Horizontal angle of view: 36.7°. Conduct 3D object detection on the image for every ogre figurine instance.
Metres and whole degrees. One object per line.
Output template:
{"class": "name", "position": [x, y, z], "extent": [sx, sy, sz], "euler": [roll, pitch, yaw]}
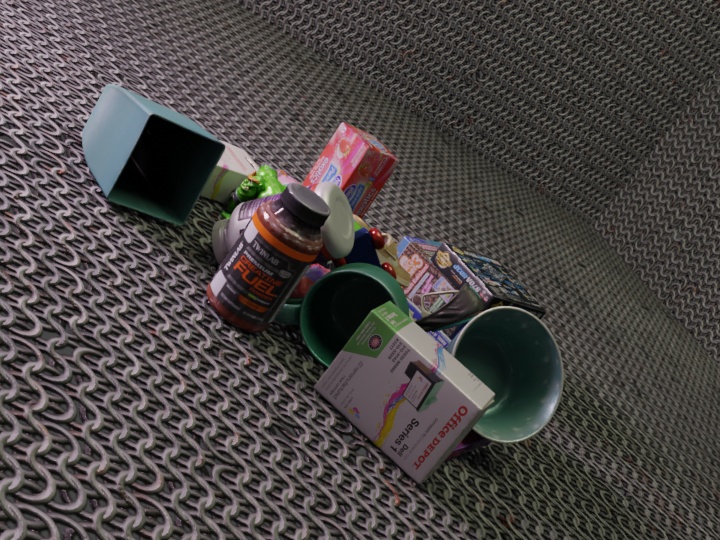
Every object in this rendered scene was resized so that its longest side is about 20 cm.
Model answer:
{"class": "ogre figurine", "position": [-0.163, -0.097, 1.751], "extent": [0.098, 0.120, 0.200], "euler": [33, 17, -12]}

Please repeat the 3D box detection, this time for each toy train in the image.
{"class": "toy train", "position": [0.000, 0.000, 1.718], "extent": [0.116, 0.084, 0.201], "euler": [53, -12, 50]}

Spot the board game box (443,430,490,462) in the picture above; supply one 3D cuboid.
{"class": "board game box", "position": [0.126, 0.229, 1.652], "extent": [0.120, 0.032, 0.199], "euler": [48, 19, 19]}

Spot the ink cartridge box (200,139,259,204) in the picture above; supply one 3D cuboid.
{"class": "ink cartridge box", "position": [-0.259, -0.176, 1.851], "extent": [0.199, 0.068, 0.117], "euler": [16, 27, -49]}

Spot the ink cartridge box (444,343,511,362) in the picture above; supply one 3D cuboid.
{"class": "ink cartridge box", "position": [0.225, 0.161, 1.782], "extent": [0.059, 0.103, 0.200], "euler": [52, 1, 42]}

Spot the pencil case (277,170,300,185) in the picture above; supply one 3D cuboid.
{"class": "pencil case", "position": [-0.095, -0.089, 1.931], "extent": [0.200, 0.088, 0.087], "euler": [41, 17, 8]}

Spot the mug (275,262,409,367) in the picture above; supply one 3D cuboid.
{"class": "mug", "position": [-0.016, 0.056, 1.594], "extent": [0.184, 0.153, 0.114], "euler": [38, 14, 5]}

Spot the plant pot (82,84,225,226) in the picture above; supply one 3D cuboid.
{"class": "plant pot", "position": [-0.329, -0.191, 1.640], "extent": [0.140, 0.142, 0.200], "euler": [20, 16, -43]}

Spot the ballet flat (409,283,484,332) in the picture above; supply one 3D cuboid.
{"class": "ballet flat", "position": [0.096, 0.077, 1.690], "extent": [0.068, 0.198, 0.069], "euler": [27, 40, -79]}

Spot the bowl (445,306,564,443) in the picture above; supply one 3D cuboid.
{"class": "bowl", "position": [0.199, 0.160, 1.660], "extent": [0.199, 0.203, 0.105], "euler": [31, -18, -18]}

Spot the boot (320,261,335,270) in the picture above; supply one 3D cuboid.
{"class": "boot", "position": [-0.070, -0.024, 1.797], "extent": [0.073, 0.091, 0.199], "euler": [45, 18, 25]}

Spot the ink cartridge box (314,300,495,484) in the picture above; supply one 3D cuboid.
{"class": "ink cartridge box", "position": [0.061, 0.165, 1.477], "extent": [0.200, 0.145, 0.084], "euler": [41, 18, 11]}

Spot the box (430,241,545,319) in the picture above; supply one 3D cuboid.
{"class": "box", "position": [0.241, 0.029, 2.027], "extent": [0.199, 0.046, 0.159], "euler": [15, 28, -51]}

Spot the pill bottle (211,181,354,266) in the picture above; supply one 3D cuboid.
{"class": "pill bottle", "position": [-0.115, -0.057, 1.600], "extent": [0.112, 0.197, 0.114], "euler": [-12, 90, -70]}

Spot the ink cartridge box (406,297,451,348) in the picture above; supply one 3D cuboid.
{"class": "ink cartridge box", "position": [0.088, 0.082, 1.834], "extent": [0.196, 0.043, 0.200], "euler": [44, -1, 18]}

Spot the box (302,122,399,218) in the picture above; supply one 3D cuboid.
{"class": "box", "position": [-0.033, -0.161, 2.040], "extent": [0.099, 0.201, 0.096], "euler": [16, 24, -49]}

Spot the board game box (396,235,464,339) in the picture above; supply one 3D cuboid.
{"class": "board game box", "position": [0.156, 0.039, 2.077], "extent": [0.200, 0.097, 0.159], "euler": [46, 19, 25]}

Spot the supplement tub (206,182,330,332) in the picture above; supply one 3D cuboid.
{"class": "supplement tub", "position": [-0.122, -0.021, 1.492], "extent": [0.106, 0.201, 0.107], "euler": [30, 20, -12]}

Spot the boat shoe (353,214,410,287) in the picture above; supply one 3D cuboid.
{"class": "boat shoe", "position": [0.033, -0.033, 1.883], "extent": [0.073, 0.070, 0.200], "euler": [21, -9, 42]}

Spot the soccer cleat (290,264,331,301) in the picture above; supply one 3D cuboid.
{"class": "soccer cleat", "position": [-0.060, 0.018, 1.721], "extent": [0.199, 0.066, 0.078], "euler": [-1, 77, -57]}
